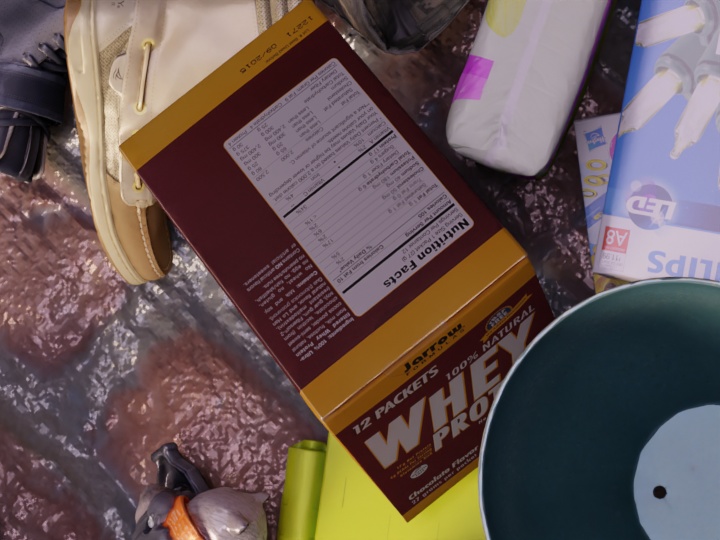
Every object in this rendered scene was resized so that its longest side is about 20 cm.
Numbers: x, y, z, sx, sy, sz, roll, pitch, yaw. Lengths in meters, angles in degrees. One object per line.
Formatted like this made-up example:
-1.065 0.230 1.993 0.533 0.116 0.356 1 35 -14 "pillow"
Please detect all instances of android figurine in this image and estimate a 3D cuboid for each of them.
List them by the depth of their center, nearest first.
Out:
0.036 0.154 1.199 0.180 0.041 0.202 4 86 17 "android figurine"

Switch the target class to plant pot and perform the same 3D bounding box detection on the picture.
0.174 0.112 1.049 0.198 0.135 0.202 -3 81 19 "plant pot"

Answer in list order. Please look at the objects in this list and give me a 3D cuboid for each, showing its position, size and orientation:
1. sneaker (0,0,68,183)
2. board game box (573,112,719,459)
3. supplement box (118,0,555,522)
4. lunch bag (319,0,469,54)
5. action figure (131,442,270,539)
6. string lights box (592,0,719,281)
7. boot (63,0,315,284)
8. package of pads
-0.179 -0.129 1.263 0.201 0.077 0.148 -1 78 23 "sneaker"
0.232 -0.001 1.145 0.198 0.056 0.198 -9 83 16 "board game box"
0.000 0.000 1.113 0.132 0.197 0.200 -37 64 -2 "supplement box"
0.012 -0.241 1.167 0.164 0.117 0.202 44 130 50 "lunch bag"
-0.108 0.213 1.204 0.200 0.104 0.194 47 114 24 "action figure"
0.197 -0.087 1.101 0.102 0.059 0.202 10 89 16 "string lights box"
-0.089 -0.084 1.214 0.154 0.073 0.202 -4 120 3 "boot"
0.110 -0.152 1.143 0.068 0.154 0.202 20 94 5 "package of pads"
